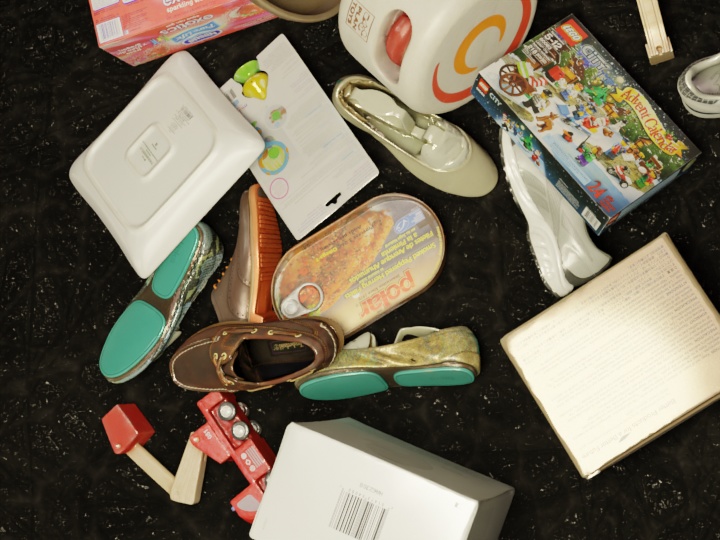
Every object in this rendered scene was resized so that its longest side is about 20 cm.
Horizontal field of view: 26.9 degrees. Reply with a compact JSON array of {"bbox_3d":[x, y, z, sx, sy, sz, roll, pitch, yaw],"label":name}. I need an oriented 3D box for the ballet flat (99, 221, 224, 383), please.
[{"bbox_3d":[-0.209,0.040,1.637,0.074,0.074,0.201,36,98,16],"label":"ballet flat"}]

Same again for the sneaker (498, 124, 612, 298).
[{"bbox_3d":[0.195,-0.076,1.528,0.079,0.074,0.201,-22,77,10],"label":"sneaker"}]

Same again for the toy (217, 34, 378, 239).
[{"bbox_3d":[-0.069,-0.143,1.626,0.115,0.047,0.201,-39,72,13],"label":"toy"}]

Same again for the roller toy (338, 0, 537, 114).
[{"bbox_3d":[0.074,-0.266,1.518,0.183,0.200,0.140,-48,67,4],"label":"roller toy"}]

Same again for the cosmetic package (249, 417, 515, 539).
[{"bbox_3d":[0.027,0.238,1.482,0.198,0.200,0.124,21,93,17],"label":"cosmetic package"}]

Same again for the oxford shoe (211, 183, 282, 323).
[{"bbox_3d":[-0.128,0.007,1.617,0.072,0.071,0.202,0,85,20],"label":"oxford shoe"}]

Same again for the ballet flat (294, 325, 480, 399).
[{"bbox_3d":[0.029,0.093,1.571,0.198,0.071,0.071,-8,83,16],"label":"ballet flat"}]

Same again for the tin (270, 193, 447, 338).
[{"bbox_3d":[0.000,0.000,1.592,0.199,0.042,0.113,-30,74,7],"label":"tin"}]

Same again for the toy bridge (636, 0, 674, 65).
[{"bbox_3d":[0.282,-0.315,1.531,0.027,0.067,0.202,-14,82,14],"label":"toy bridge"}]

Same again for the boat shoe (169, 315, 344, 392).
[{"bbox_3d":[-0.117,0.089,1.550,0.199,0.070,0.071,-15,102,25],"label":"boat shoe"}]

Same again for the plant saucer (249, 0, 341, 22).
[{"bbox_3d":[-0.086,-0.352,1.592,0.029,0.199,0.202,-24,77,47],"label":"plant saucer"}]

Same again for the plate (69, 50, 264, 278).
[{"bbox_3d":[-0.221,-0.125,1.638,0.200,0.032,0.200,-46,52,7],"label":"plate"}]

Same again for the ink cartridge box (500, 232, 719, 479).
[{"bbox_3d":[0.266,0.085,1.493,0.199,0.075,0.165,-33,78,10],"label":"ink cartridge box"}]

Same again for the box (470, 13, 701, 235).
[{"bbox_3d":[0.226,-0.149,1.511,0.136,0.038,0.200,-34,74,-24],"label":"box"}]

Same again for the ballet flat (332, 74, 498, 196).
[{"bbox_3d":[0.056,-0.143,1.563,0.199,0.069,0.070,31,93,7],"label":"ballet flat"}]

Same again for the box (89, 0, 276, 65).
[{"bbox_3d":[-0.192,-0.310,1.650,0.199,0.095,0.103,-17,80,13],"label":"box"}]

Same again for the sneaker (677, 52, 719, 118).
[{"bbox_3d":[0.412,-0.194,1.476,0.198,0.080,0.077,-14,80,13],"label":"sneaker"}]

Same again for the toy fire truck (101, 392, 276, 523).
[{"bbox_3d":[-0.172,0.203,1.621,0.141,0.049,0.201,-38,77,10],"label":"toy fire truck"}]
